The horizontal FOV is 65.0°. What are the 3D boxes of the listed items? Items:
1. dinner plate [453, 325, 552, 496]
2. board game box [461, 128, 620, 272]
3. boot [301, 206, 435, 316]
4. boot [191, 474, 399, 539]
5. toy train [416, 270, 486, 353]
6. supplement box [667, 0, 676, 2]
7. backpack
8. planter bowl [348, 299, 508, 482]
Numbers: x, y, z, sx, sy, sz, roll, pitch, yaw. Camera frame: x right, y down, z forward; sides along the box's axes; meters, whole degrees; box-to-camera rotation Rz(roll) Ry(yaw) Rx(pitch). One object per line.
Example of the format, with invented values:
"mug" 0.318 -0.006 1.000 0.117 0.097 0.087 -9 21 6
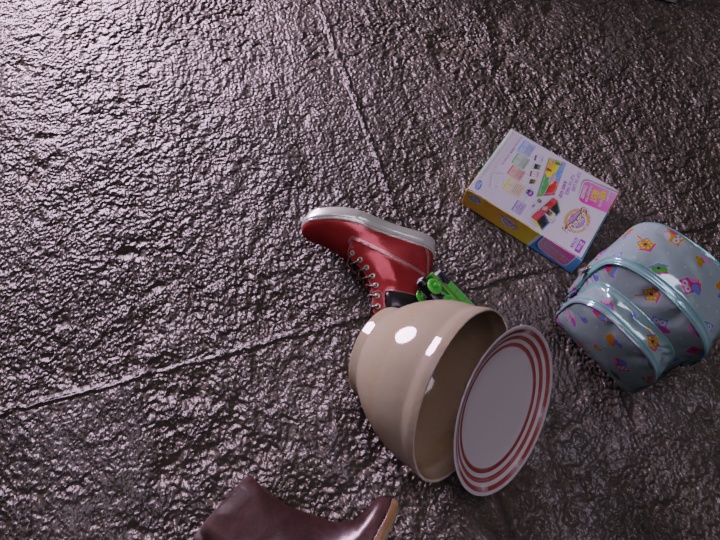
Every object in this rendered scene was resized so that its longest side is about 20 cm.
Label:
"dinner plate" 0.165 0.162 0.663 0.024 0.202 0.201 13 54 45
"board game box" 0.279 -0.113 0.876 0.198 0.041 0.154 35 65 13
"boot" 0.000 0.000 0.783 0.195 0.073 0.147 16 64 0
"boot" -0.070 0.286 0.625 0.166 0.073 0.200 42 71 14
"toy train" 0.153 0.077 0.747 0.200 0.042 0.056 47 49 5
"supplement box" 0.564 -0.635 1.133 0.196 0.104 0.103 17 61 6
"backpack" 0.355 0.048 0.709 0.152 0.201 0.176 -35 70 -20
"planter bowl" 0.070 0.122 0.671 0.133 0.202 0.201 20 58 38
